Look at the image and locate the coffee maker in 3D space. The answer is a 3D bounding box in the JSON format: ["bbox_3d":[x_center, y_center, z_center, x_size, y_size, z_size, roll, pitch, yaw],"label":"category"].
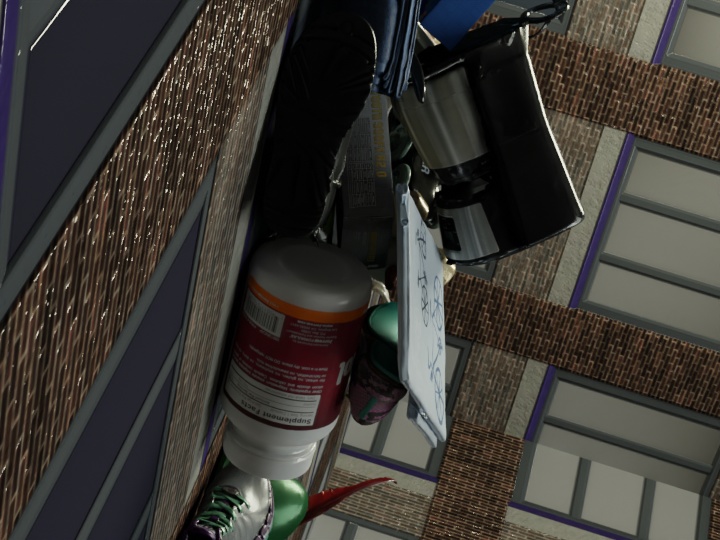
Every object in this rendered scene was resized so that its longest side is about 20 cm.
[{"bbox_3d":[0.139,-0.126,1.749,0.135,0.190,0.202,-81,150,-73],"label":"coffee maker"}]

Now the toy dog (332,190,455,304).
[{"bbox_3d":[0.000,0.000,1.826,0.200,0.132,0.096,-38,-169,46],"label":"toy dog"}]

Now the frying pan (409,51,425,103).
[{"bbox_3d":[0.037,-0.197,1.634,0.115,0.031,0.192,87,0,-61],"label":"frying pan"}]

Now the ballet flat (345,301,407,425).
[{"bbox_3d":[0.013,0.088,1.720,0.071,0.069,0.200,-51,-172,18],"label":"ballet flat"}]

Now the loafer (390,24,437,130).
[{"bbox_3d":[0.051,-0.214,1.829,0.063,0.071,0.201,-83,150,-58],"label":"loafer"}]

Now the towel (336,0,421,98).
[{"bbox_3d":[0.022,-0.251,1.558,0.112,0.048,0.202,-152,-111,-64],"label":"towel"}]

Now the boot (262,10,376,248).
[{"bbox_3d":[-0.035,-0.114,1.536,0.162,0.073,0.200,-61,166,-86],"label":"boot"}]

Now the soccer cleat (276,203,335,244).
[{"bbox_3d":[-0.054,-0.017,1.751,0.081,0.067,0.202,-69,172,-63],"label":"soccer cleat"}]

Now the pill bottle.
[{"bbox_3d":[-0.063,0.082,1.657,0.113,0.112,0.202,-66,172,-63],"label":"pill bottle"}]

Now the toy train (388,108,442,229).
[{"bbox_3d":[0.046,-0.107,1.918,0.114,0.085,0.202,-32,-139,48],"label":"toy train"}]

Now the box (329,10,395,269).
[{"bbox_3d":[-0.001,-0.119,1.707,0.159,0.048,0.202,98,-11,-73],"label":"box"}]

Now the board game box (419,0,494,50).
[{"bbox_3d":[0.125,-0.315,1.735,0.200,0.045,0.152,-47,-159,13],"label":"board game box"}]

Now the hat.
[{"bbox_3d":[-0.066,0.258,1.888,0.166,0.174,0.202,98,9,-66],"label":"hat"}]

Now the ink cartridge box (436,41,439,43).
[{"bbox_3d":[0.047,-0.234,2.223,0.201,0.074,0.166,102,7,-57],"label":"ink cartridge box"}]

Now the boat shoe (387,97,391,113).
[{"bbox_3d":[-0.001,-0.164,1.901,0.069,0.071,0.202,-114,-145,-71],"label":"boat shoe"}]

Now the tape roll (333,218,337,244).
[{"bbox_3d":[-0.029,-0.023,2.096,0.200,0.066,0.202,16,90,-86],"label":"tape roll"}]

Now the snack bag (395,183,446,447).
[{"bbox_3d":[0.052,0.044,1.658,0.200,0.021,0.191,58,30,-67],"label":"snack bag"}]

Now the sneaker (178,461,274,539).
[{"bbox_3d":[-0.129,0.244,1.730,0.088,0.074,0.201,95,12,-49],"label":"sneaker"}]
